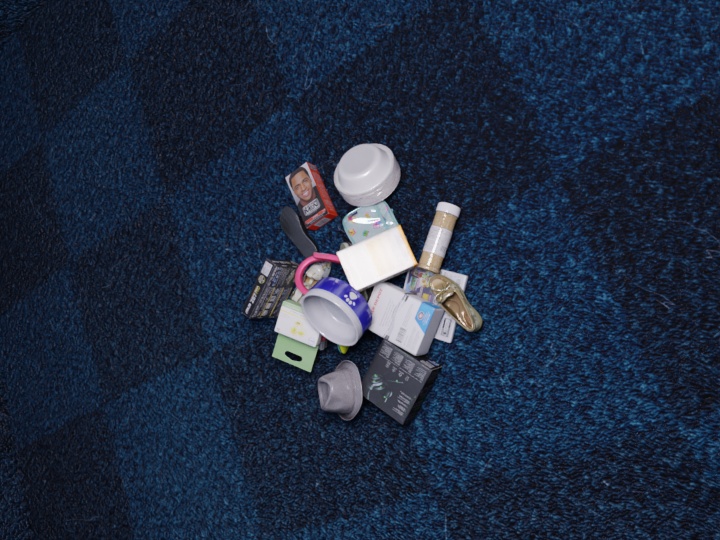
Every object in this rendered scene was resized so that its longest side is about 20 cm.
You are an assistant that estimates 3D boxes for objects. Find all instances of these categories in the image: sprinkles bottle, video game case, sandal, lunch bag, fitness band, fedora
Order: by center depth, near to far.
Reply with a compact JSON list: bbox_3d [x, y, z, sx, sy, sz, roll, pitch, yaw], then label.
[{"bbox_3d":[0.225,-0.093,1.510,0.068,0.068,0.200,18,88,28],"label":"sprinkles bottle"},{"bbox_3d":[0.207,0.091,1.548,0.182,0.023,0.200,15,95,28],"label":"video game case"},{"bbox_3d":[-0.075,0.365,1.588,0.200,0.090,0.177,141,125,-61],"label":"fedora"},{"bbox_3d":[0.047,-0.114,1.596,0.160,0.077,0.200,-29,75,2],"label":"lunch bag"},{"bbox_3d":[-0.105,0.022,1.616,0.200,0.037,0.144,9,81,18],"label":"fitness band"},{"bbox_3d":[-0.206,-0.124,1.774,0.075,0.048,0.201,-33,85,21],"label":"sandal"}]

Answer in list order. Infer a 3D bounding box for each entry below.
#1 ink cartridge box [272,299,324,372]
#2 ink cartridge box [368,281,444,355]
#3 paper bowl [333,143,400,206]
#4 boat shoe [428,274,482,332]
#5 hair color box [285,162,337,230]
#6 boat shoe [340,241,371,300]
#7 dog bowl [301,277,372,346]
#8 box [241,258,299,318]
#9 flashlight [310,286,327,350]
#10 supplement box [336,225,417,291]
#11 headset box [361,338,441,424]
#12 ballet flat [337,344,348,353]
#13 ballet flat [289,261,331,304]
[{"bbox_3d":[-0.198,0.208,1.644,0.145,0.048,0.200,20,100,13],"label":"ink cartridge box"},{"bbox_3d":[0.121,0.136,1.528,0.200,0.086,0.147,27,100,31],"label":"ink cartridge box"},{"bbox_3d":[0.012,-0.301,1.591,0.200,0.104,0.201,-13,56,20],"label":"paper bowl"},{"bbox_3d":[0.261,0.087,1.470,0.073,0.063,0.200,-49,67,18],"label":"boat shoe"},{"bbox_3d":[-0.164,-0.246,1.746,0.101,0.061,0.200,-32,72,24],"label":"hair color box"},{"bbox_3d":[0.000,0.000,1.638,0.072,0.061,0.201,-46,62,60],"label":"boat shoe"},{"bbox_3d":[-0.068,0.118,1.503,0.200,0.079,0.200,26,143,21],"label":"dog bowl"},{"bbox_3d":[-0.289,0.061,1.734,0.049,0.161,0.200,32,102,27],"label":"box"},{"bbox_3d":[-0.137,0.151,1.673,0.068,0.068,0.200,17,109,53],"label":"flashlight"},{"bbox_3d":[0.047,-0.030,1.503,0.200,0.074,0.126,-23,83,1],"label":"supplement box"},{"bbox_3d":[0.111,0.325,1.542,0.174,0.093,0.200,30,101,26],"label":"headset box"},{"bbox_3d":[-0.049,0.159,1.657,0.067,0.067,0.200,-14,79,19],"label":"ballet flat"},{"bbox_3d":[-0.161,0.039,1.687,0.072,0.072,0.200,30,84,26],"label":"ballet flat"}]
